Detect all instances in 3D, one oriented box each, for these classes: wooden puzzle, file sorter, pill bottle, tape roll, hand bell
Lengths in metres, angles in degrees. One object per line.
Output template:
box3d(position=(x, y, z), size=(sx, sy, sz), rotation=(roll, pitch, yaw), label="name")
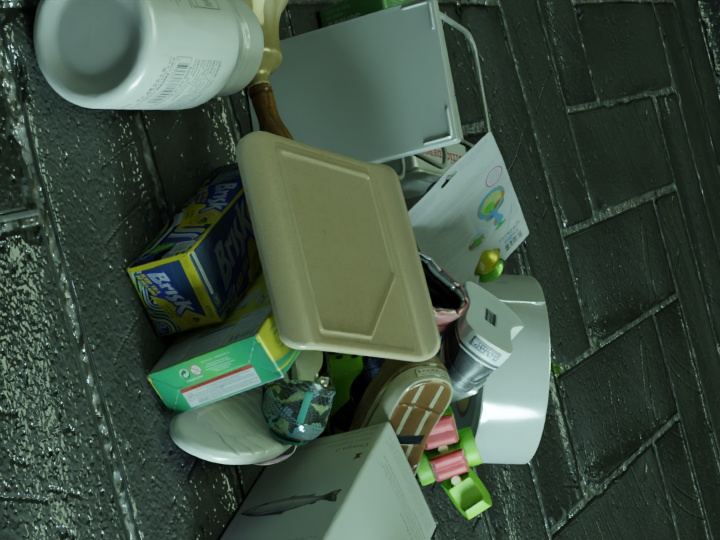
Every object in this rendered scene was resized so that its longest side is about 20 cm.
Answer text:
box3d(position=(-0.020, -0.014, 1.413), size=(0.200, 0.037, 0.185), rotation=(7, 63, -52), label="wooden puzzle")
box3d(position=(0.010, -0.156, 1.623), size=(0.124, 0.200, 0.139), rotation=(17, 62, -65), label="file sorter")
box3d(position=(-0.164, -0.188, 1.376), size=(0.200, 0.114, 0.115), rotation=(-10, 86, -64), label="pill bottle")
box3d(position=(0.142, 0.102, 1.781), size=(0.202, 0.071, 0.203), rotation=(-177, -90, -82), label="tape roll")
box3d(position=(-0.085, -0.150, 1.488), size=(0.104, 0.104, 0.200), rotation=(18, 51, -61), label="hand bell")

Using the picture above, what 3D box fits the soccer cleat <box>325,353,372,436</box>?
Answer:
box3d(position=(0.013, 0.161, 1.598), size=(0.200, 0.081, 0.068), rotation=(62, 29, -28), label="soccer cleat")

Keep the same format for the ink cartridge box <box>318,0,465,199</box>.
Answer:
box3d(position=(0.038, -0.186, 1.820), size=(0.145, 0.087, 0.200), rotation=(5, 71, -63), label="ink cartridge box")

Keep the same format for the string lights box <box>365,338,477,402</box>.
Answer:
box3d(position=(0.031, 0.045, 1.657), size=(0.059, 0.103, 0.200), rotation=(-88, 154, -64), label="string lights box")

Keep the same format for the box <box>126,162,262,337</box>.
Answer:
box3d(position=(-0.121, -0.024, 1.441), size=(0.070, 0.064, 0.200), rotation=(66, 28, -19), label="box")

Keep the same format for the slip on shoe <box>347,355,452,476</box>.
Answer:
box3d(position=(0.019, 0.144, 1.531), size=(0.076, 0.200, 0.061), rotation=(3, 42, -26), label="slip on shoe")

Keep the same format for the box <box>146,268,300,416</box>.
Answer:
box3d(position=(-0.087, 0.038, 1.414), size=(0.048, 0.117, 0.200), rotation=(59, 30, -19), label="box")

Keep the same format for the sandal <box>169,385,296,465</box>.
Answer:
box3d(position=(-0.089, 0.138, 1.431), size=(0.203, 0.082, 0.050), rotation=(-14, 133, -58), label="sandal")

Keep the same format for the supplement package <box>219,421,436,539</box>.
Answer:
box3d(position=(-0.032, 0.235, 1.429), size=(0.118, 0.117, 0.200), rotation=(67, 26, -19), label="supplement package")

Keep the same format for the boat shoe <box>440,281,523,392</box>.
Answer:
box3d(position=(0.108, 0.067, 1.602), size=(0.072, 0.068, 0.200), rotation=(36, 15, -5), label="boat shoe")

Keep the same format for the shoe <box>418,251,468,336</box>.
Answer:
box3d(position=(0.000, 0.000, 1.544), size=(0.200, 0.091, 0.072), rotation=(33, 49, -9), label="shoe")

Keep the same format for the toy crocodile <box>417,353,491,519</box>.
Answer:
box3d(position=(0.071, 0.144, 1.624), size=(0.062, 0.067, 0.200), rotation=(-113, -177, -79), label="toy crocodile")

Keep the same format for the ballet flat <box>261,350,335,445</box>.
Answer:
box3d(position=(-0.051, 0.072, 1.455), size=(0.074, 0.074, 0.200), rotation=(61, 6, -29), label="ballet flat")

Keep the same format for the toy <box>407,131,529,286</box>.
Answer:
box3d(position=(0.094, -0.051, 1.626), size=(0.047, 0.115, 0.200), rotation=(39, -11, 33), label="toy")
